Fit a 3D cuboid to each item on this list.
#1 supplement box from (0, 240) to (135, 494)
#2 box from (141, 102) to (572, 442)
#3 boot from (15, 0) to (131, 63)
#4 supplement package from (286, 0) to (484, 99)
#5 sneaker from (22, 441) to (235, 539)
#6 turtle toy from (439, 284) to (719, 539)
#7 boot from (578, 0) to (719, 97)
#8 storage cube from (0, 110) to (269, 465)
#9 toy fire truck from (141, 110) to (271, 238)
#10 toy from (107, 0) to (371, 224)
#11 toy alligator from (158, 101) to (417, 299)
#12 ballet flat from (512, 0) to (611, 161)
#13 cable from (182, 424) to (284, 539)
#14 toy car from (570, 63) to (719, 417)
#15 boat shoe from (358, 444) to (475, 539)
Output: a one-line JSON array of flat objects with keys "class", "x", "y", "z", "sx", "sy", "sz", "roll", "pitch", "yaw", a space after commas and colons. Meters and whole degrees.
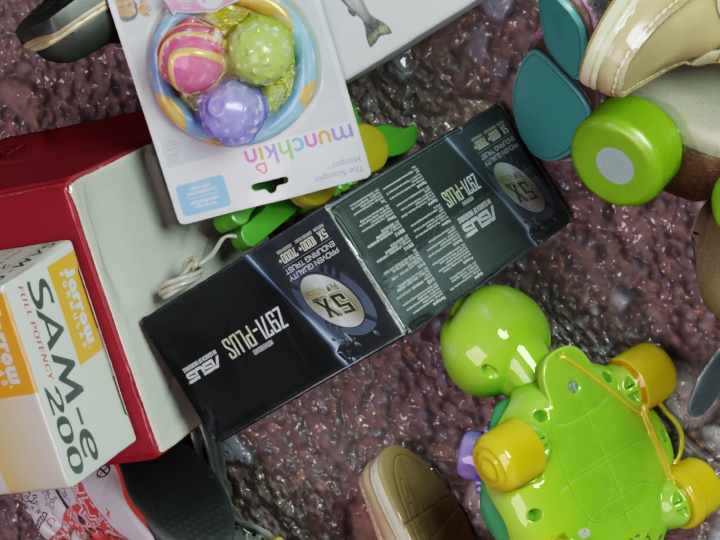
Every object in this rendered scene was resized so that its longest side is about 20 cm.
[{"class": "supplement box", "x": -0.242, "y": 0.063, "z": 1.638, "sx": 0.200, "sy": 0.074, "sz": 0.126, "roll": -9, "pitch": 106, "yaw": 33}, {"class": "box", "x": 0.000, "y": 0.000, "z": 1.651, "sx": 0.164, "sy": 0.200, "sz": 0.086, "roll": -31, "pitch": 91, "yaw": 37}, {"class": "boot", "x": -0.096, "y": -0.125, "z": 1.664, "sx": 0.077, "sy": 0.200, "sz": 0.138, "roll": -6, "pitch": 110, "yaw": 50}, {"class": "supplement package", "x": 0.027, "y": -0.193, "z": 1.604, "sx": 0.200, "sy": 0.117, "sz": 0.117, "roll": -30, "pitch": 94, "yaw": 38}, {"class": "sneaker", "x": -0.155, "y": 0.156, "z": 1.881, "sx": 0.201, "sy": 0.067, "sz": 0.108, "roll": 41, "pitch": 135, "yaw": 34}, {"class": "turtle toy", "x": 0.113, "y": 0.101, "z": 1.672, "sx": 0.101, "sy": 0.146, "sz": 0.200, "roll": -11, "pitch": 103, "yaw": 58}, {"class": "boot", "x": 0.222, "y": -0.112, "z": 1.432, "sx": 0.155, "sy": 0.200, "sz": 0.073, "roll": 44, "pitch": 146, "yaw": 18}, {"class": "storage cube", "x": -0.170, "y": 0.010, "z": 1.723, "sx": 0.180, "sy": 0.171, "sz": 0.200, "roll": -8, "pitch": 105, "yaw": 35}, {"class": "toy fire truck", "x": -0.096, "y": -0.073, "z": 1.778, "sx": 0.141, "sy": 0.049, "sz": 0.200, "roll": -31, "pitch": 91, "yaw": 38}, {"class": "toy", "x": -0.077, "y": -0.126, "z": 1.571, "sx": 0.115, "sy": 0.047, "sz": 0.200, "roll": -14, "pitch": 105, "yaw": 10}, {"class": "toy alligator", "x": -0.051, "y": -0.053, "z": 1.668, "sx": 0.054, "sy": 0.200, "sz": 0.059, "roll": 59, "pitch": 151, "yaw": -4}, {"class": "ballet flat", "x": 0.130, "y": -0.125, "z": 1.582, "sx": 0.069, "sy": 0.071, "sz": 0.200, "roll": 50, "pitch": 164, "yaw": 19}, {"class": "cable", "x": -0.079, "y": 0.172, "z": 1.889, "sx": 0.200, "sy": 0.050, "sz": 0.097, "roll": 60, "pitch": 141, "yaw": 13}, {"class": "toy car", "x": 0.206, "y": -0.024, "z": 1.545, "sx": 0.158, "sy": 0.164, "sz": 0.200, "roll": 22, "pitch": 132, "yaw": 24}, {"class": "boat shoe", "x": 0.043, "y": 0.207, "z": 1.789, "sx": 0.069, "sy": 0.074, "sz": 0.200, "roll": -24, "pitch": 96, "yaw": 32}]
